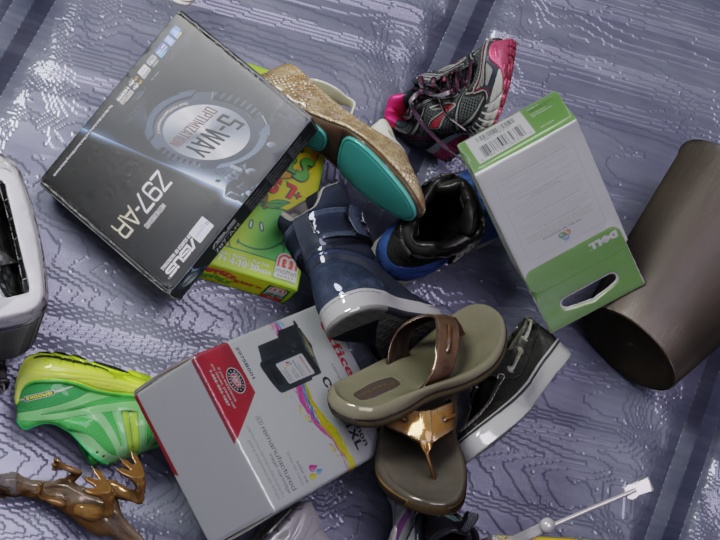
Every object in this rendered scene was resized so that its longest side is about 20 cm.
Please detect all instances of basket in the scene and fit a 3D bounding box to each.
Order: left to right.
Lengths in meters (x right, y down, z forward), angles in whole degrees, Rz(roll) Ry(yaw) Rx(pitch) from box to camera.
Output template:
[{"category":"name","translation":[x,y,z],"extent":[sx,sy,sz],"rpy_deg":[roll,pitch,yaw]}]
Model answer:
[{"category":"basket","translation":[0.316,0.006,1.656],"extent":[0.200,0.136,0.181],"rpy_deg":[-46,105,-21]}]

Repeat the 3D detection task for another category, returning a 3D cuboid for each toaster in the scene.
[{"category":"toaster","translation":[-0.325,-0.004,1.430],"extent":[0.113,0.129,0.202],"rpy_deg":[-10,78,-21]}]

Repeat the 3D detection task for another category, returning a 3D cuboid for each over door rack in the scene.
[{"category":"over door rack","translation":[0.195,0.271,1.434],"extent":[0.198,0.067,0.149],"rpy_deg":[-19,82,-22]}]

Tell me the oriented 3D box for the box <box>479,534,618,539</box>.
[{"category":"box","translation":[0.184,0.345,1.511],"extent":[0.191,0.122,0.202],"rpy_deg":[6,73,-18]}]

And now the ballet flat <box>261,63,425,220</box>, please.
[{"category":"ballet flat","translation":[-0.010,-0.125,1.546],"extent":[0.199,0.071,0.065],"rpy_deg":[37,57,6]}]

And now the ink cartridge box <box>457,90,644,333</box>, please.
[{"category":"ink cartridge box","translation":[0.175,-0.051,1.555],"extent":[0.103,0.059,0.201],"rpy_deg":[-28,124,2]}]

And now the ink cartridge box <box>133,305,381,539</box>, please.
[{"category":"ink cartridge box","translation":[-0.076,0.125,1.454],"extent":[0.199,0.083,0.147],"rpy_deg":[-22,82,-56]}]

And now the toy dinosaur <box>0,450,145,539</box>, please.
[{"category":"toy dinosaur","translation":[-0.214,0.207,1.442],"extent":[0.199,0.106,0.061],"rpy_deg":[33,42,-3]}]

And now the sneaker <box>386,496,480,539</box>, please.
[{"category":"sneaker","translation":[0.071,0.211,1.499],"extent":[0.077,0.140,0.202],"rpy_deg":[8,72,-17]}]

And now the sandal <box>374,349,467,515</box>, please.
[{"category":"sandal","translation":[0.057,0.127,1.470],"extent":[0.081,0.055,0.201],"rpy_deg":[6,41,5]}]

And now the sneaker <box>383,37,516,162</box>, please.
[{"category":"sneaker","translation":[0.084,-0.159,1.581],"extent":[0.074,0.200,0.081],"rpy_deg":[22,65,-14]}]

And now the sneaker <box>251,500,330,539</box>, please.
[{"category":"sneaker","translation":[-0.084,0.293,1.457],"extent":[0.200,0.078,0.100],"rpy_deg":[-43,95,-25]}]

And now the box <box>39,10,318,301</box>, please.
[{"category":"box","translation":[-0.160,-0.101,1.506],"extent":[0.160,0.044,0.200],"rpy_deg":[40,88,11]}]

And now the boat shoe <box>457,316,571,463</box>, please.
[{"category":"boat shoe","translation":[0.126,0.107,1.568],"extent":[0.064,0.071,0.200],"rpy_deg":[47,36,0]}]

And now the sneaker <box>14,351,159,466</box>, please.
[{"category":"sneaker","translation":[-0.205,0.130,1.475],"extent":[0.198,0.074,0.084],"rpy_deg":[19,94,-17]}]

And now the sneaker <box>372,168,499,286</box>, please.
[{"category":"sneaker","translation":[0.103,-0.060,1.608],"extent":[0.199,0.111,0.077],"rpy_deg":[-31,86,-25]}]

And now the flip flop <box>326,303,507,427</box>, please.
[{"category":"flip flop","translation":[0.052,0.071,1.467],"extent":[0.199,0.081,0.058],"rpy_deg":[-24,122,-35]}]

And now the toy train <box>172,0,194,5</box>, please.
[{"category":"toy train","translation":[-0.236,-0.316,1.599],"extent":[0.198,0.056,0.152],"rpy_deg":[18,70,-10]}]

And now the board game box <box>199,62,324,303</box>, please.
[{"category":"board game box","translation":[-0.091,-0.082,1.581],"extent":[0.101,0.048,0.202],"rpy_deg":[16,70,-14]}]

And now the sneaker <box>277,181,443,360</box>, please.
[{"category":"sneaker","translation":[0.001,-0.001,1.539],"extent":[0.077,0.202,0.147],"rpy_deg":[-33,66,13]}]
